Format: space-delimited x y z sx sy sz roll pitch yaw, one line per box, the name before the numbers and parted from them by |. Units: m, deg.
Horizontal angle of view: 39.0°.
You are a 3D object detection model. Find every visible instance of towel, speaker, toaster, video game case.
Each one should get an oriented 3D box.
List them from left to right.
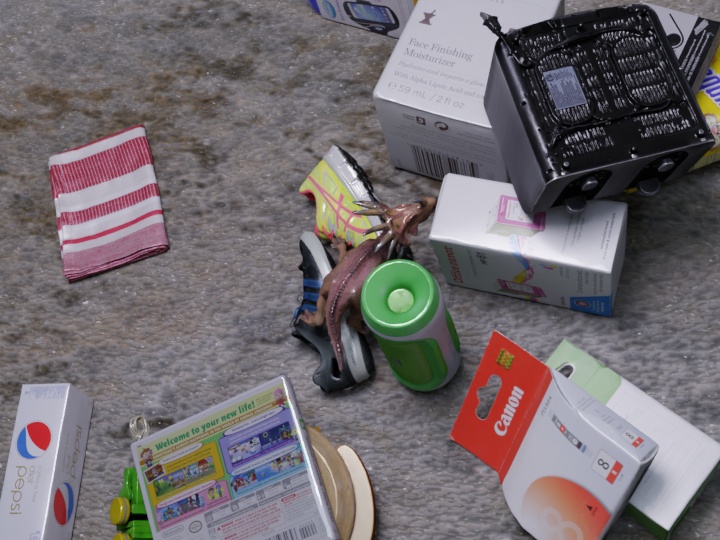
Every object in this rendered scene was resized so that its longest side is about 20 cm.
towel | -0.336 -0.093 1.345 0.143 0.023 0.201 -18 63 3
video game case | -0.137 0.233 1.078 0.199 0.022 0.183 -25 68 13
speaker | 0.057 0.063 1.079 0.088 0.200 0.089 -5 64 11
toaster | 0.228 -0.166 1.029 0.179 0.119 0.201 -14 69 -9

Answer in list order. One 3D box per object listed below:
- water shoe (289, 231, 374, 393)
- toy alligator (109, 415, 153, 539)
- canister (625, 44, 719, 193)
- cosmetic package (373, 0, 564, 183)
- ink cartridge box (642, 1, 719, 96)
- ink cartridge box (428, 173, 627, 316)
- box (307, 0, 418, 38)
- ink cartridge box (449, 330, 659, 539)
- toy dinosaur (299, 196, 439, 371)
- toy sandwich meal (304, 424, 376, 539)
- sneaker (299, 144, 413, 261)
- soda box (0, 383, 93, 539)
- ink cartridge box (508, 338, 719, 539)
water shoe | -0.051 0.045 1.186 0.078 0.072 0.201 -24 62 4
toy alligator | -0.254 0.267 1.143 0.054 0.059 0.202 -35 53 42
canister | 0.379 -0.187 1.186 0.198 0.087 0.150 -20 64 5
cosmetic package | 0.136 -0.224 1.213 0.164 0.165 0.201 18 70 18
ink cartridge box | 0.320 -0.196 1.133 0.093 0.044 0.201 23 77 24
ink cartridge box | 0.186 -0.027 1.122 0.198 0.145 0.085 13 72 18
box | 0.009 -0.365 1.336 0.199 0.119 0.042 22 72 21
ink cartridge box | 0.179 0.180 1.024 0.199 0.163 0.050 34 37 23
toy dinosaur | 0.000 0.000 1.096 0.085 0.136 0.201 28 61 -3
toy sandwich meal | -0.080 0.255 1.102 0.203 0.070 0.207 -6 73 19
sneaker | -0.008 -0.052 1.228 0.090 0.078 0.201 -36 60 11
soda box | -0.364 0.235 1.172 0.063 0.068 0.202 -2 65 12
ink cartridge box | 0.264 0.174 1.058 0.199 0.059 0.104 36 78 25
